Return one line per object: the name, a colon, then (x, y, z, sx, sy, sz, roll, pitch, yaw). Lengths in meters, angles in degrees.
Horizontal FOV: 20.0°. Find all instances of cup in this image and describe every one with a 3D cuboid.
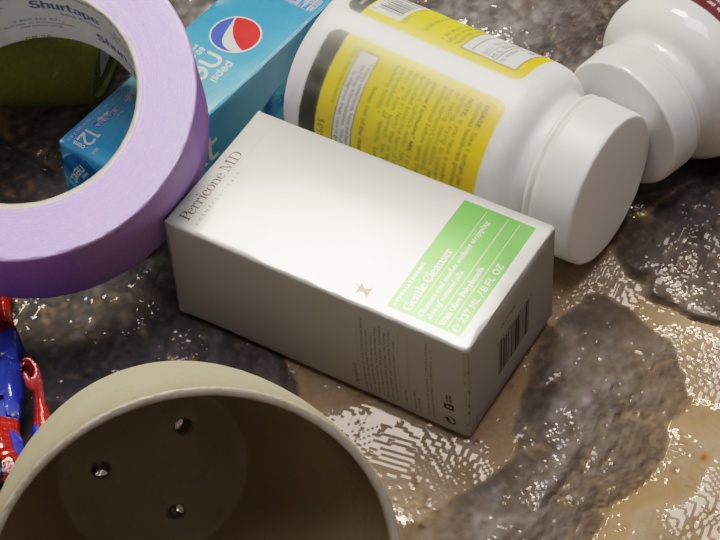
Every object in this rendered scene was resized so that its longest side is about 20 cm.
cup: (-0.093, 0.124, 1.007, 0.199, 0.201, 0.143, -14, 23, -10)

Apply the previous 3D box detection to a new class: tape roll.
tape roll: (-0.189, -0.088, 1.172, 0.199, 0.066, 0.201, -1, 69, 2)

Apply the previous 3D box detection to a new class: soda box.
soda box: (-0.097, -0.103, 1.279, 0.064, 0.068, 0.200, 28, 55, 24)

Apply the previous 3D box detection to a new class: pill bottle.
pill bottle: (0.064, -0.086, 1.224, 0.199, 0.115, 0.114, 26, 54, 25)
pill bottle: (0.225, -0.142, 1.267, 0.113, 0.113, 0.200, 35, 57, 30)

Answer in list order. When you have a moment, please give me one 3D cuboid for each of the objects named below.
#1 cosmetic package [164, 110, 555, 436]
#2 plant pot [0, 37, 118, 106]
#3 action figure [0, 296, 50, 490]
cosmetic package: (0.000, 0.000, 1.168, 0.199, 0.085, 0.108, 22, 55, 20)
plant pot: (-0.250, -0.180, 1.302, 0.199, 0.187, 0.188, 18, 49, 1)
action figure: (-0.207, 0.076, 1.137, 0.065, 0.052, 0.201, -9, 49, -12)
